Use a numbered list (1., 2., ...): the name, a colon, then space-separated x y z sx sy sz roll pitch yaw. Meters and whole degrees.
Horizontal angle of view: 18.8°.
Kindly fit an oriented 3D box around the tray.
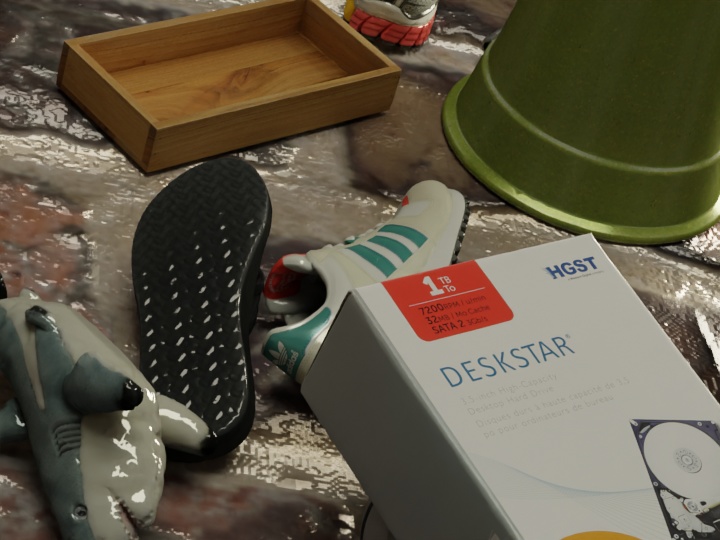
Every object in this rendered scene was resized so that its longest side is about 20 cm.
1. tray: -0.081 -0.121 1.367 0.200 0.037 0.099 -17 47 -40

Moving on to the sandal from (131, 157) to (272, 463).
1. sandal: -0.085 0.024 1.159 0.075 0.048 0.201 -4 49 9

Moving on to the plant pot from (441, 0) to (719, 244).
1. plant pot: 0.172 -0.153 1.388 0.199 0.190 0.200 12 35 -8

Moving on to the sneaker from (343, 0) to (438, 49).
1. sneaker: 0.044 -0.234 1.534 0.078 0.082 0.200 17 34 -1

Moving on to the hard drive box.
1. hard drive box: 0.091 0.092 1.018 0.155 0.077 0.200 -14 56 -35

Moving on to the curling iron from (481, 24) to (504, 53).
1. curling iron: 0.132 -0.195 1.564 0.050 0.026 0.200 56 41 -10

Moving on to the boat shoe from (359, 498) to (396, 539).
1. boat shoe: 0.044 0.087 1.117 0.066 0.072 0.200 3 39 34

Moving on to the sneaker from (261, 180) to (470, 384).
1. sneaker: 0.000 0.001 1.206 0.093 0.070 0.200 23 38 -4

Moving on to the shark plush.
1. shark plush: -0.164 0.055 1.058 0.200 0.083 0.091 40 1 20
